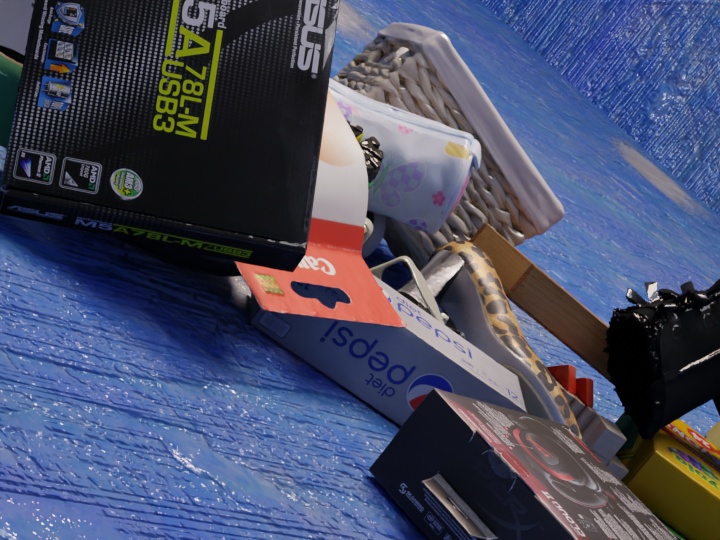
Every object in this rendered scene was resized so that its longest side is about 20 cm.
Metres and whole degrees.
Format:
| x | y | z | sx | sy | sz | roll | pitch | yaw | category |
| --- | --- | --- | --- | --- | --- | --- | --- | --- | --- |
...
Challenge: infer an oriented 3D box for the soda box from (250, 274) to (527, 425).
| x | y | z | sx | sy | sz | roll | pitch | yaw | category |
| --- | --- | --- | --- | --- | --- | --- | --- | --- | --- |
| 0.019 | 0.056 | 1.540 | 0.200 | 0.063 | 0.068 | 35 | 15 | -14 | soda box |

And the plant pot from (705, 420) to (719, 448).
| x | y | z | sx | sy | sz | roll | pitch | yaw | category |
| --- | --- | --- | --- | --- | --- | --- | --- | --- | --- |
| 0.461 | 0.172 | 2.154 | 0.200 | 0.142 | 0.200 | 36 | 13 | -9 | plant pot |

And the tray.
| x | y | z | sx | sy | sz | roll | pitch | yaw | category |
| --- | --- | --- | --- | --- | --- | --- | --- | --- | --- |
| 0.176 | 0.044 | 1.819 | 0.200 | 0.037 | 0.099 | 39 | 3 | -31 | tray |

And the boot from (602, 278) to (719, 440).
| x | y | z | sx | sy | sz | roll | pitch | yaw | category |
| --- | --- | --- | --- | --- | --- | --- | --- | --- | --- |
| 0.283 | 0.096 | 1.791 | 0.162 | 0.199 | 0.073 | -20 | 16 | -37 | boot |

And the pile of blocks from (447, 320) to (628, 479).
| x | y | z | sx | sy | sz | roll | pitch | yaw | category |
| --- | --- | --- | --- | --- | --- | --- | --- | --- | --- |
| 0.143 | 0.089 | 1.762 | 0.200 | 0.062 | 0.082 | 39 | 13 | 3 | pile of blocks |

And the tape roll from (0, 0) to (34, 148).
| x | y | z | sx | sy | sz | roll | pitch | yaw | category |
| --- | --- | --- | --- | --- | --- | --- | --- | --- | --- |
| -0.223 | -0.140 | 1.478 | 0.200 | 0.048 | 0.201 | 26 | 22 | -11 | tape roll |

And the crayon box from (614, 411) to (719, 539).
| x | y | z | sx | sy | sz | roll | pitch | yaw | category |
| --- | --- | --- | --- | --- | --- | --- | --- | --- | --- |
| 0.275 | 0.182 | 1.825 | 0.127 | 0.051 | 0.200 | 37 | 14 | -6 | crayon box |

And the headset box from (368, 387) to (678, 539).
| x | y | z | sx | sy | sz | roll | pitch | yaw | category |
| --- | --- | --- | --- | --- | --- | --- | --- | --- | --- |
| 0.109 | 0.158 | 1.409 | 0.149 | 0.075 | 0.200 | 46 | 15 | 32 | headset box |

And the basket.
| x | y | z | sx | sy | sz | roll | pitch | yaw | category |
| --- | --- | --- | --- | --- | --- | --- | --- | --- | --- |
| 0.055 | -0.094 | 1.858 | 0.200 | 0.123 | 0.136 | 54 | -9 | -18 | basket |

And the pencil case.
| x | y | z | sx | sy | sz | roll | pitch | yaw | category |
| --- | --- | --- | --- | --- | --- | --- | --- | --- | --- |
| -0.008 | -0.103 | 1.715 | 0.200 | 0.091 | 0.083 | 25 | 16 | -1 | pencil case |

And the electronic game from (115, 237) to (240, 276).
| x | y | z | sx | sy | sz | roll | pitch | yaw | category |
| --- | --- | --- | --- | --- | --- | --- | --- | --- | --- |
| -0.150 | -0.059 | 1.523 | 0.200 | 0.042 | 0.200 | 28 | 18 | -10 | electronic game |

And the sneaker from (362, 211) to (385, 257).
| x | y | z | sx | sy | sz | roll | pitch | yaw | category |
| --- | --- | --- | --- | --- | --- | --- | --- | --- | --- |
| -0.060 | -0.077 | 1.782 | 0.099 | 0.071 | 0.200 | 20 | 18 | -42 | sneaker |

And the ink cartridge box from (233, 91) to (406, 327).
| x | y | z | sx | sy | sz | roll | pitch | yaw | category |
| --- | --- | --- | --- | --- | --- | --- | --- | --- | --- |
| -0.047 | -0.059 | 1.465 | 0.162 | 0.050 | 0.200 | 9 | 43 | -53 | ink cartridge box |

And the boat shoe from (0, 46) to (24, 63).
| x | y | z | sx | sy | sz | roll | pitch | yaw | category |
| --- | --- | --- | --- | --- | --- | --- | --- | --- | --- |
| -0.258 | -0.183 | 1.619 | 0.200 | 0.070 | 0.066 | 31 | 40 | -4 | boat shoe |

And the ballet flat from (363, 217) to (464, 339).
| x | y | z | sx | sy | sz | roll | pitch | yaw | category |
| --- | --- | --- | --- | --- | --- | --- | --- | --- | --- |
| 0.000 | 0.000 | 1.611 | 0.200 | 0.074 | 0.074 | 46 | 13 | -2 | ballet flat |

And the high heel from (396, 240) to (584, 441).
| x | y | z | sx | sy | sz | roll | pitch | yaw | category |
| --- | --- | --- | --- | --- | --- | --- | --- | --- | --- |
| 0.121 | 0.060 | 1.693 | 0.200 | 0.071 | 0.143 | 45 | 32 | 4 | high heel |

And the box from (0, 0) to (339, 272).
| x | y | z | sx | sy | sz | roll | pitch | yaw | category |
| --- | --- | --- | --- | --- | --- | --- | --- | --- | --- |
| -0.117 | -0.113 | 1.380 | 0.193 | 0.200 | 0.048 | 11 | -21 | -9 | box |

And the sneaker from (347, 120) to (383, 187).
| x | y | z | sx | sy | sz | roll | pitch | yaw | category |
| --- | --- | --- | --- | --- | --- | --- | --- | --- | --- |
| -0.089 | -0.088 | 1.645 | 0.200 | 0.085 | 0.078 | 23 | 33 | -4 | sneaker |
